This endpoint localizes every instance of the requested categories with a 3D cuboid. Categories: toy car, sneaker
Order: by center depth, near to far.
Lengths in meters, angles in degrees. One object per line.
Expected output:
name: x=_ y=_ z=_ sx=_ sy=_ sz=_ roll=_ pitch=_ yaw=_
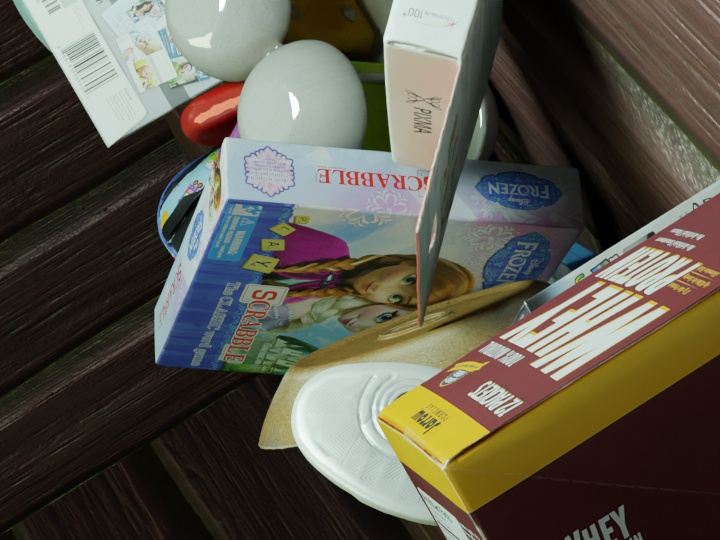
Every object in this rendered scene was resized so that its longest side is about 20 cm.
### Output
sneaker: x=0.067 y=0.104 z=1.343 sx=0.199 sy=0.073 sz=0.112 roll=12 pitch=161 yaw=9
toy car: x=-0.034 y=-0.095 z=1.626 sx=0.175 sy=0.150 sz=0.200 roll=-2 pitch=-130 yaw=-50

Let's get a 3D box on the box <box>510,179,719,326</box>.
box: x=0.122 y=0.015 z=1.315 sx=0.035 sy=0.110 sz=0.200 roll=58 pitch=174 yaw=7

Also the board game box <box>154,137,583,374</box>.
board game box: x=0.000 y=0.000 z=1.577 sx=0.200 sy=0.198 sz=0.041 roll=117 pitch=153 yaw=-58

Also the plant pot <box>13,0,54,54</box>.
plant pot: x=-0.122 y=-0.231 z=1.840 sx=0.201 sy=0.200 sz=0.134 roll=59 pitch=152 yaw=1

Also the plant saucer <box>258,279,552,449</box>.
plant saucer: x=0.035 y=0.044 z=1.502 sx=0.200 sy=0.199 sz=0.036 roll=-171 pitch=61 yaw=-82

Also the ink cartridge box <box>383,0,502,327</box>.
ink cartridge box: x=0.033 y=-0.080 z=1.387 sx=0.043 sy=0.174 sz=0.200 roll=15 pitch=167 yaw=5

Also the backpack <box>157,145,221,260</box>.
backpack: x=-0.021 y=-0.034 z=1.815 sx=0.183 sy=0.199 sz=0.135 roll=49 pitch=169 yaw=53

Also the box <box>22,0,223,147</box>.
box: x=-0.107 y=-0.192 z=1.737 sx=0.156 sy=0.199 sz=0.041 roll=59 pitch=-168 yaw=-8

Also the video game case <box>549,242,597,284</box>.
video game case: x=0.166 y=0.071 z=1.674 sx=0.201 sy=0.018 sz=0.143 roll=61 pitch=173 yaw=-16

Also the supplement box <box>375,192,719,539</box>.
supplement box: x=0.146 y=0.095 z=1.085 sx=0.201 sy=0.197 sz=0.133 roll=59 pitch=174 yaw=-10
